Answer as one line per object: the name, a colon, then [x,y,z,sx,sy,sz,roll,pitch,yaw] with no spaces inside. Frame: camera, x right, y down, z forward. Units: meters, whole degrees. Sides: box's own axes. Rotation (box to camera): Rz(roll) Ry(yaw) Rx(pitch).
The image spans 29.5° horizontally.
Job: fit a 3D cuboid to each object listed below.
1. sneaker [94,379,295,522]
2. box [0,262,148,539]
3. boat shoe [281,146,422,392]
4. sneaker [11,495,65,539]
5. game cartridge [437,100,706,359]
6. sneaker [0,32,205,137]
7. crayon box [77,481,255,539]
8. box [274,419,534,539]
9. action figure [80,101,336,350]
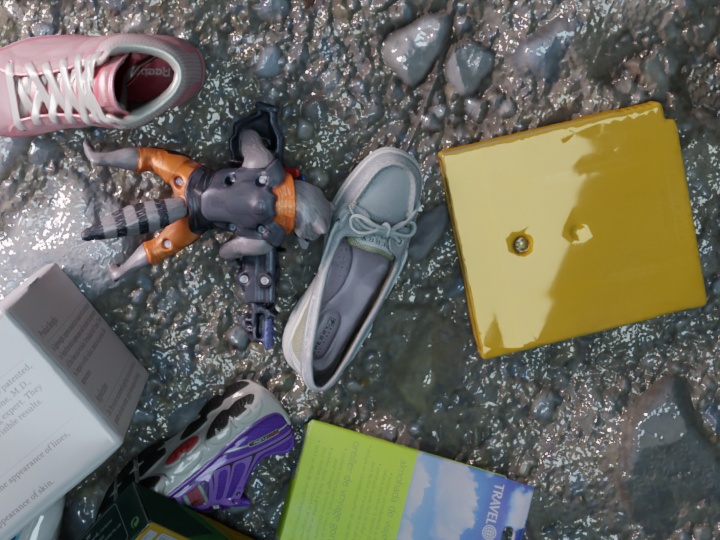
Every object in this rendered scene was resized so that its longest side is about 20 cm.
sneaker: [-0.138,0.181,1.130,0.199,0.081,0.084,-37,113,6]
box: [-0.283,0.116,1.044,0.199,0.199,0.131,-39,99,4]
boat shoe: [-0.002,0.000,1.103,0.074,0.065,0.204,24,99,-22]
sneaker: [-0.270,0.267,1.140,0.080,0.077,0.202,13,105,-14]
game cartridge: [0.177,-0.034,1.135,0.197,0.032,0.179,-13,100,-4]
sneaker: [-0.221,-0.144,1.053,0.197,0.105,0.076,-8,102,-1]
crayon box: [-0.152,0.263,1.116,0.126,0.052,0.200,-45,133,8]
box: [0.034,0.210,1.141,0.198,0.048,0.123,17,79,-6]
action figure: [-0.113,-0.026,1.082,0.191,0.105,0.203,-6,100,6]
